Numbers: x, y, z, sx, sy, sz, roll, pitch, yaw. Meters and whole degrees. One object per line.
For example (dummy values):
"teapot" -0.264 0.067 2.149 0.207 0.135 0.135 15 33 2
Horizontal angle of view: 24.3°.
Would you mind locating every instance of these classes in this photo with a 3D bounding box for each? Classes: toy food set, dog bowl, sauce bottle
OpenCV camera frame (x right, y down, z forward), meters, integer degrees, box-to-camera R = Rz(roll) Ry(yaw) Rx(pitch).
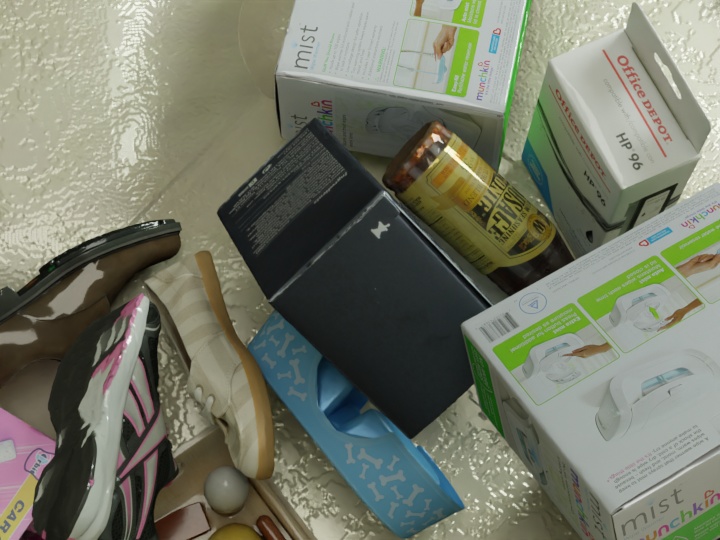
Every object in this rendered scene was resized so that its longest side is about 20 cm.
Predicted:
"toy food set" -0.090 0.218 1.164 0.143 0.060 0.200 -34 72 -15
"dog bowl" -0.007 0.107 1.190 0.050 0.111 0.200 -41 74 2
"sauce bottle" 0.108 -0.024 1.223 0.200 0.066 0.066 39 70 -9

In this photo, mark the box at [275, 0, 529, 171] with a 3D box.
"box" 0.040 -0.194 1.299 0.176 0.097 0.200 9 63 6

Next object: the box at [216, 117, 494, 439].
"box" 0.000 0.000 1.151 0.104 0.200 0.148 -43 113 3

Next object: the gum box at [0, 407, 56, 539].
"gum box" -0.295 0.190 1.163 0.113 0.066 0.200 29 69 10

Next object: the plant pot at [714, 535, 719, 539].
"plant pot" 0.253 0.113 1.161 0.200 0.200 0.177 -34 60 -15

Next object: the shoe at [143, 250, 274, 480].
"shoe" -0.106 0.070 1.184 0.053 0.070 0.200 -11 48 -15

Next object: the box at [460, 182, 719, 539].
"box" 0.194 0.067 1.033 0.200 0.097 0.177 -29 49 -11

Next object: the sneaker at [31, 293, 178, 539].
"sneaker" -0.165 0.115 1.154 0.086 0.080 0.200 38 46 -33

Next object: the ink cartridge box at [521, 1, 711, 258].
"ink cartridge box" 0.183 -0.093 1.227 0.068 0.200 0.116 -23 70 -11

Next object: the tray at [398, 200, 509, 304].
"tray" 0.107 0.010 1.278 0.107 0.022 0.200 -37 74 -15

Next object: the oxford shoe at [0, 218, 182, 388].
"oxford shoe" -0.211 0.028 1.243 0.200 0.073 0.085 -32 97 -17
